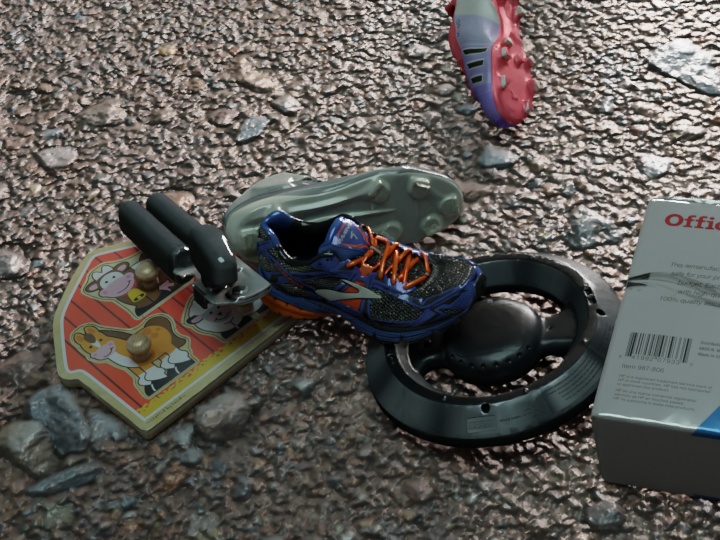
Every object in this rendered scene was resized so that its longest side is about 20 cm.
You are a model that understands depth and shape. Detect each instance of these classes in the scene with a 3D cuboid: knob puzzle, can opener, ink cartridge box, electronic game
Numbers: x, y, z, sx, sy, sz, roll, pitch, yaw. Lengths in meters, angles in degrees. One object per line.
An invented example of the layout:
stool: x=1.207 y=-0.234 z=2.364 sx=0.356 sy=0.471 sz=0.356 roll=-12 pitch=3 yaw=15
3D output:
knob puzzle: x=-0.166 y=0.026 z=1.207 sx=0.216 sy=0.031 sz=0.221 roll=-6 pitch=44 yaw=6
can opener: x=-0.134 y=-0.023 z=1.189 sx=0.052 sy=0.067 sz=0.199 roll=-15 pitch=27 yaw=-28
ink cartridge box: x=0.254 y=0.053 z=1.038 sx=0.143 sy=0.085 sz=0.201 roll=7 pitch=52 yaw=21
electronic game: x=0.100 y=0.055 z=1.113 sx=0.197 sy=0.042 sz=0.201 roll=-12 pitch=38 yaw=9

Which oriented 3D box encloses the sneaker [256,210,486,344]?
sneaker: x=0.000 y=0.000 z=1.123 sx=0.198 sy=0.079 sz=0.076 roll=5 pitch=44 yaw=26

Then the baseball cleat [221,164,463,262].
baseball cleat: x=-0.018 y=-0.060 z=1.240 sx=0.197 sy=0.071 sz=0.107 roll=-7 pitch=26 yaw=-10

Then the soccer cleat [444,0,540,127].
soccer cleat: x=0.115 y=-0.195 z=1.369 sx=0.076 sy=0.067 sz=0.202 roll=-28 pitch=42 yaw=29
